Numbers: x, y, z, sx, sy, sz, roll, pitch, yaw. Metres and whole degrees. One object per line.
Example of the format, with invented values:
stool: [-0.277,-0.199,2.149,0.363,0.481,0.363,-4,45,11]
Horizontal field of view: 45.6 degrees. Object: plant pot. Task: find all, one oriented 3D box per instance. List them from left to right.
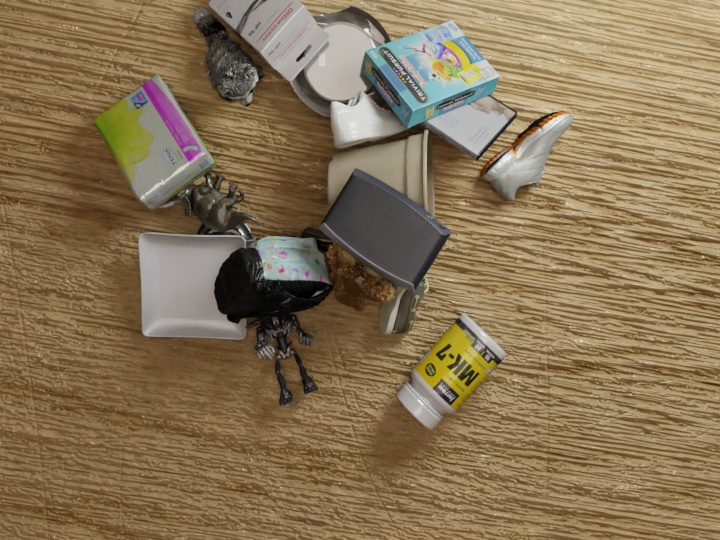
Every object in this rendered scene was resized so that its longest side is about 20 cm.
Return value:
plant pot: [0.038,-0.149,1.543,0.180,0.200,0.204,-1,95,9]

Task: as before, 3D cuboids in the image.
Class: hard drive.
hard drive: [0.039,-0.068,1.434,0.199,0.042,0.136,34,95,7]

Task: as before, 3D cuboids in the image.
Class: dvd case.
dvd case: [0.164,-0.292,1.526,0.199,0.018,0.143,35,58,14]

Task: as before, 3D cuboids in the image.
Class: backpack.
backpack: [-0.145,0.012,1.522,0.197,0.166,0.129,-3,72,-36]

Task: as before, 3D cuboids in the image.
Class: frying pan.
frying pan: [-0.222,-0.036,1.612,0.187,0.031,0.117,18,95,-1]

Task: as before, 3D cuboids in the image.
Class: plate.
plate: [-0.309,0.027,1.593,0.196,0.032,0.204,2,107,0]

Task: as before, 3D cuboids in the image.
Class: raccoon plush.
raccoon plush: [-0.254,-0.379,1.527,0.097,0.134,0.200,-44,95,3]

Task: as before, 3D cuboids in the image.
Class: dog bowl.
dog bowl: [-0.036,-0.379,1.575,0.196,0.059,0.204,0,94,-2]

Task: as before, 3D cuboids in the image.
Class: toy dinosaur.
toy dinosaur: [-0.267,-0.118,1.576,0.198,0.077,0.103,30,98,6]

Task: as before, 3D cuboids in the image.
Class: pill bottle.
pill bottle: [0.166,0.191,1.601,0.114,0.114,0.200,42,92,-5]

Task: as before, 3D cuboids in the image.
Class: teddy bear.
teddy bear: [0.000,0.000,1.548,0.143,0.201,0.067,19,62,17]

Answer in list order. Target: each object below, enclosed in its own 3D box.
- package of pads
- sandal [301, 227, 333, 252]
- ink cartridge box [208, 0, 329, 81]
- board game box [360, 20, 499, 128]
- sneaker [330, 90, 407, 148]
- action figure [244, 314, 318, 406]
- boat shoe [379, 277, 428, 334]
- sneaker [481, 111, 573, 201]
package of pads: [-0.372,-0.228,1.540,0.153,0.068,0.201,-35,73,0]
sandal: [-0.012,-0.053,1.604,0.197,0.082,0.055,16,71,4]
ink cartridge box: [-0.162,-0.444,1.520,0.116,0.068,0.200,-47,69,3]
board game box: [0.124,-0.350,1.513,0.198,0.047,0.152,-25,66,-26]
sneaker: [0.019,-0.275,1.523,0.074,0.199,0.090,-16,92,38]
action figure: [-0.140,0.140,1.590,0.117,0.102,0.203,-20,96,-14]
boat shoe: [0.089,0.034,1.581,0.059,0.073,0.204,6,125,-18]
sneaker: [0.325,-0.213,1.603,0.199,0.076,0.092,-39,102,9]
